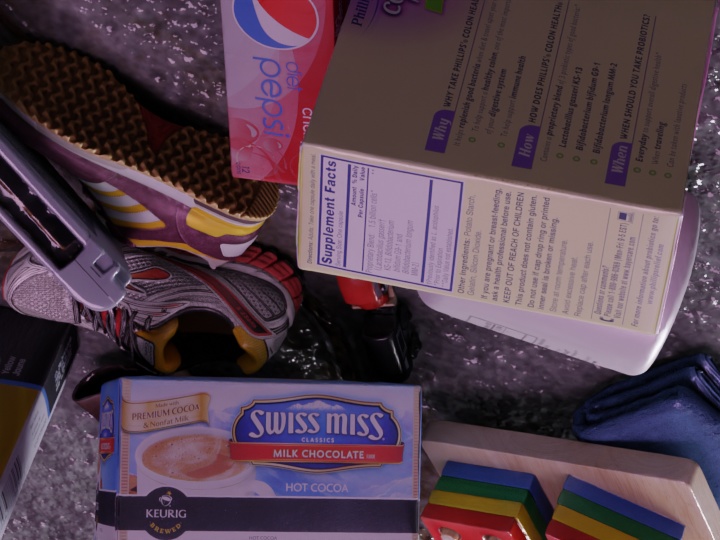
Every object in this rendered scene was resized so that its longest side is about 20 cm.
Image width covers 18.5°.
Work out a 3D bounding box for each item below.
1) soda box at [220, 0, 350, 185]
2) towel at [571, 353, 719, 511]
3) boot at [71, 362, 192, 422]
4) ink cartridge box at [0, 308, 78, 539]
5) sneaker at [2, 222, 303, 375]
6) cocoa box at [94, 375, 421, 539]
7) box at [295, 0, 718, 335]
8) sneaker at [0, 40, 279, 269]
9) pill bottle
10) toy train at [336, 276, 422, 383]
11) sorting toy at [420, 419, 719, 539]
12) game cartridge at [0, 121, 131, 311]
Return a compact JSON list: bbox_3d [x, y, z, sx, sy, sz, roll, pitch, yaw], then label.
[{"bbox_3d":[-0.039,-0.139,1.251,0.069,0.064,0.201,8,137,9],"label":"soda box"},{"bbox_3d":[0.238,0.138,1.473,0.111,0.049,0.200,-23,127,39],"label":"towel"},{"bbox_3d":[-0.087,0.124,1.544,0.199,0.073,0.167,-9,135,31],"label":"boot"},{"bbox_3d":[-0.313,0.098,1.495,0.199,0.198,0.047,8,135,8],"label":"ink cartridge box"},{"bbox_3d":[-0.142,0.021,1.443,0.199,0.082,0.078,5,138,13],"label":"sneaker"},{"bbox_3d":[-0.069,0.136,1.438,0.198,0.132,0.133,2,175,-12],"label":"cocoa box"},{"bbox_3d":[0.081,-0.076,1.194,0.199,0.177,0.097,11,138,6],"label":"box"},{"bbox_3d":[-0.153,-0.062,1.363,0.199,0.075,0.090,29,137,-11],"label":"sneaker"},{"bbox_3d":[0.089,-0.021,1.298,0.199,0.115,0.115,18,139,-3],"label":"pill bottle"},{"bbox_3d":[0.000,0.000,1.401,0.034,0.046,0.201,-2,135,19],"label":"toy train"},{"bbox_3d":[0.152,0.197,1.503,0.198,0.070,0.200,7,145,31],"label":"sorting toy"},{"bbox_3d":[-0.218,-0.066,1.336,0.042,0.133,0.200,-42,107,-3],"label":"game cartridge"}]
